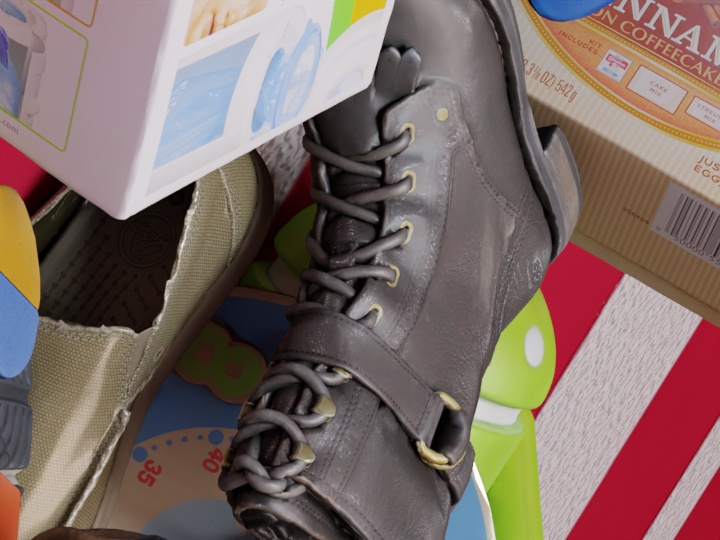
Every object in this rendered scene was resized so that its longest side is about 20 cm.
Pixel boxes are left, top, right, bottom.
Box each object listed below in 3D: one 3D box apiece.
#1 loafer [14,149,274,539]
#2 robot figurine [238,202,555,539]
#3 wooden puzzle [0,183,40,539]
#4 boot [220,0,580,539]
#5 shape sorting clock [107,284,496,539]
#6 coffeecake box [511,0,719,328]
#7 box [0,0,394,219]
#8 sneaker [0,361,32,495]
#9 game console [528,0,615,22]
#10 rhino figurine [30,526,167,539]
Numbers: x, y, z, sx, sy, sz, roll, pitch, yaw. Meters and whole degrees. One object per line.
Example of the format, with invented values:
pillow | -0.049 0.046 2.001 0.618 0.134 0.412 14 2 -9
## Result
loafer | -0.100 0.031 0.922 0.200 0.076 0.067 -62 159 -12
robot figurine | -0.008 0.057 1.081 0.175 0.116 0.200 25 102 -36
wooden puzzle | -0.122 0.023 0.741 0.185 0.046 0.201 58 27 -66
boot | 0.000 0.000 0.910 0.200 0.069 0.174 53 48 -38
shape sorting clock | -0.051 0.105 0.981 0.200 0.200 0.039 -54 -165 -3
coffeecake box | 0.129 -0.096 1.049 0.200 0.153 0.073 -55 170 -28
box | -0.044 -0.133 0.761 0.112 0.101 0.200 -32 148 -45
sneaker | -0.155 0.078 0.867 0.077 0.079 0.201 22 82 -53
game console | 0.093 -0.196 0.881 0.200 0.118 0.171 58 35 -58
rhino figurine | -0.065 0.153 0.763 0.060 0.087 0.201 -26 132 -50
